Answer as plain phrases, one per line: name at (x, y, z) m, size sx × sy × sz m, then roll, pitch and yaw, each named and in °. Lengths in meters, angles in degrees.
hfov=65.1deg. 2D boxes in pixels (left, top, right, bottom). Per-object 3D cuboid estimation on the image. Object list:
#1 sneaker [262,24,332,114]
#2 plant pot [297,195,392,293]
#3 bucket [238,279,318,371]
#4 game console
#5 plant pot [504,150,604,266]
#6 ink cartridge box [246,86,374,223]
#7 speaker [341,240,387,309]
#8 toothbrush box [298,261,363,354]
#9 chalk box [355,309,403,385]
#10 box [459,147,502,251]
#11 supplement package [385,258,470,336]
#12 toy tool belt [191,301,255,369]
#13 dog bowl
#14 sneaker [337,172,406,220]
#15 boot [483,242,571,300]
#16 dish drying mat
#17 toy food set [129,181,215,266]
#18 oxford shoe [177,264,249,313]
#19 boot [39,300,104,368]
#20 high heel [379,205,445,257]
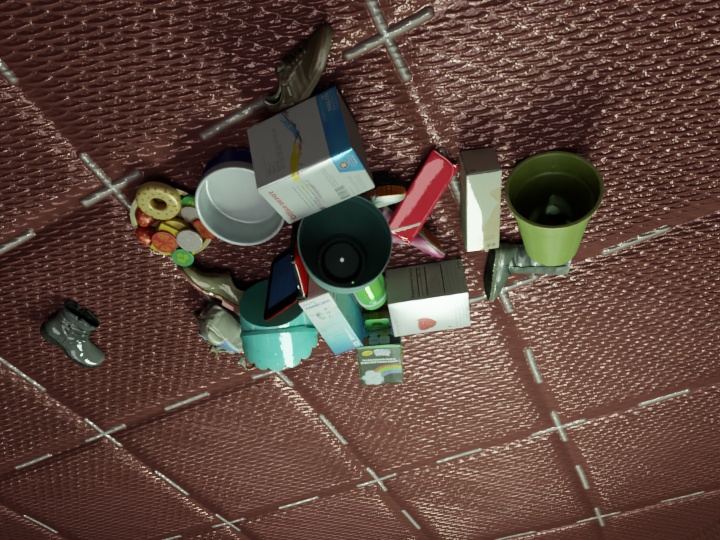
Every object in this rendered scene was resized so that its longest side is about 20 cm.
sneaker at (-0.118, -0.368, 1.045) m, size 0.073 × 0.072 × 0.202 m, roll 16°, pitch 131°, yaw -24°
plant pot at (-0.036, -0.039, 1.198) m, size 0.192 × 0.208 × 0.135 m, roll 3°, pitch 161°, yaw -4°
bucket at (-0.207, 0.129, 1.402) m, size 0.199 × 0.210 × 0.138 m, roll -3°, pitch 129°, yaw 2°
game console at (-0.173, -0.024, 1.261) m, size 0.114 × 0.204 × 0.176 m, roll -7°, pitch 132°, yaw 4°
plant pot at (0.413, -0.114, 1.221) m, size 0.193 × 0.205 × 0.192 m, roll -11°, pitch 144°, yaw 9°
ink cartridge box at (-0.096, -0.217, 1.093) m, size 0.194 × 0.150 × 0.147 m, roll -21°, pitch 154°, yaw 11°
speaker at (0.000, 0.000, 1.364) m, size 0.086 × 0.090 × 0.203 m, roll -16°, pitch 130°, yaw 14°
toothbrush box at (-0.069, 0.081, 1.392) m, size 0.083 × 0.149 × 0.202 m, roll -18°, pitch 131°, yaw 15°
chalk box at (0.050, 0.190, 1.507) m, size 0.120 × 0.126 × 0.205 m, roll -4°, pitch 131°, yaw 4°
box at (0.259, -0.152, 1.229) m, size 0.075 × 0.097 × 0.204 m, roll -6°, pitch 133°, yaw 4°
supplement package at (0.167, 0.068, 1.401) m, size 0.193 × 0.122 × 0.124 m, roll -9°, pitch 133°, yaw 7°
toy tool belt at (-0.357, 0.173, 1.507) m, size 0.121 × 0.127 × 0.200 m, roll -4°, pitch 138°, yaw 47°
dog bowl at (-0.255, -0.158, 1.225) m, size 0.192 × 0.080 × 0.205 m, roll 0°, pitch 132°, yaw 0°
sneaker at (0.008, -0.153, 1.247) m, size 0.193 × 0.078 × 0.093 m, roll -4°, pitch 140°, yaw 13°
boot at (0.409, -0.002, 1.388) m, size 0.192 × 0.074 × 0.186 m, roll -4°, pitch 134°, yaw -7°
dish drying mat at (0.133, -0.157, 1.231) m, size 0.075 × 0.018 × 0.203 m, roll 26°, pitch 108°, yaw -18°
toy food set at (-0.428, -0.106, 1.289) m, size 0.193 × 0.050 × 0.201 m, roll 24°, pitch 126°, yaw -21°
oxford shoe at (-0.359, 0.025, 1.406) m, size 0.198 × 0.071 × 0.076 m, roll 35°, pitch 98°, yaw -27°
boot at (-0.747, 0.178, 1.524) m, size 0.129 × 0.071 × 0.200 m, roll -30°, pitch 130°, yaw 17°
high heel at (0.101, -0.067, 1.311) m, size 0.197 × 0.068 × 0.097 m, roll 31°, pitch 115°, yaw -19°
